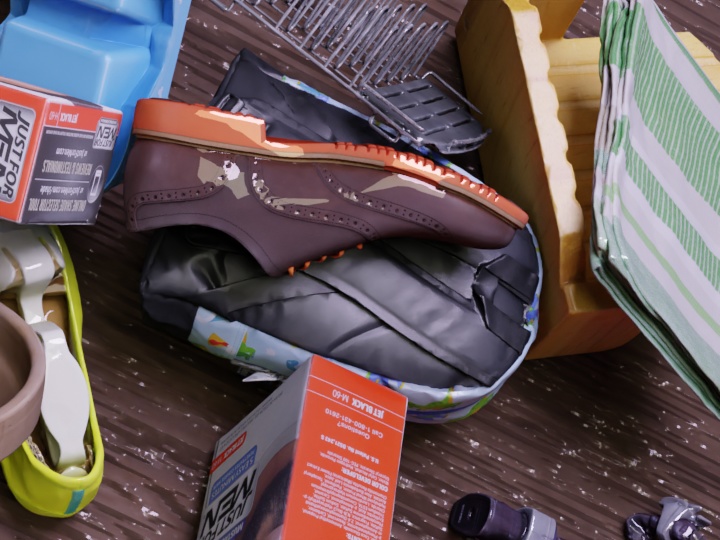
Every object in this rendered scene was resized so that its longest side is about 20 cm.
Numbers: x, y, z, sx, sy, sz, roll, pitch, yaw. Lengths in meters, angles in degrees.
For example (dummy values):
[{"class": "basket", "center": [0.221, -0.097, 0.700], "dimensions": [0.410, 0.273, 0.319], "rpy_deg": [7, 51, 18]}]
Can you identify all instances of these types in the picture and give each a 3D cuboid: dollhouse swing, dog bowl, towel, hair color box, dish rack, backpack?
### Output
[{"class": "dollhouse swing", "center": [0.162, -0.070, 1.074], "dimensions": [0.174, 0.182, 0.202], "rpy_deg": [-8, 78, -9]}, {"class": "dog bowl", "center": [-0.140, -0.128, 0.963], "dimensions": [0.111, 0.049, 0.202], "rpy_deg": [20, 103, 22]}, {"class": "towel", "center": [0.168, -0.043, 1.016], "dimensions": [0.153, 0.023, 0.202], "rpy_deg": [45, 40, -38]}, {"class": "hair color box", "center": [-0.039, 0.156, 0.928], "dimensions": [0.063, 0.111, 0.202], "rpy_deg": [24, 50, -21]}, {"class": "dish rack", "center": [-0.008, -0.139, 1.025], "dimensions": [0.200, 0.153, 0.055], "rpy_deg": [40, 108, 7]}, {"class": "backpack", "center": [0.000, 0.000, 1.012], "dimensions": [0.198, 0.154, 0.165], "rpy_deg": [15, 64, 7]}, {"class": "hair color box", "center": [-0.225, -0.076, 0.906], "dimensions": [0.198, 0.101, 0.062], "rpy_deg": [17, 95, 11]}]

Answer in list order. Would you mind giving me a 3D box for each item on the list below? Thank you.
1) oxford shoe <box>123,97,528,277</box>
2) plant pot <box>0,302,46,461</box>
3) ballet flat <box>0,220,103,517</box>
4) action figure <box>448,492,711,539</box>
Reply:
[{"class": "oxford shoe", "center": [-0.018, -0.029, 0.928], "dimensions": [0.198, 0.071, 0.073], "rpy_deg": [12, 90, -2]}, {"class": "plant pot", "center": [-0.250, 0.074, 0.885], "dimensions": [0.199, 0.201, 0.094], "rpy_deg": [2, 114, -20]}, {"class": "ballet flat", "center": [-0.168, 0.025, 0.972], "dimensions": [0.066, 0.067, 0.202], "rpy_deg": [-11, 80, -24]}, {"class": "action figure", "center": [0.146, 0.181, 1.050], "dimensions": [0.198, 0.069, 0.131], "rpy_deg": [21, 63, -18]}]
